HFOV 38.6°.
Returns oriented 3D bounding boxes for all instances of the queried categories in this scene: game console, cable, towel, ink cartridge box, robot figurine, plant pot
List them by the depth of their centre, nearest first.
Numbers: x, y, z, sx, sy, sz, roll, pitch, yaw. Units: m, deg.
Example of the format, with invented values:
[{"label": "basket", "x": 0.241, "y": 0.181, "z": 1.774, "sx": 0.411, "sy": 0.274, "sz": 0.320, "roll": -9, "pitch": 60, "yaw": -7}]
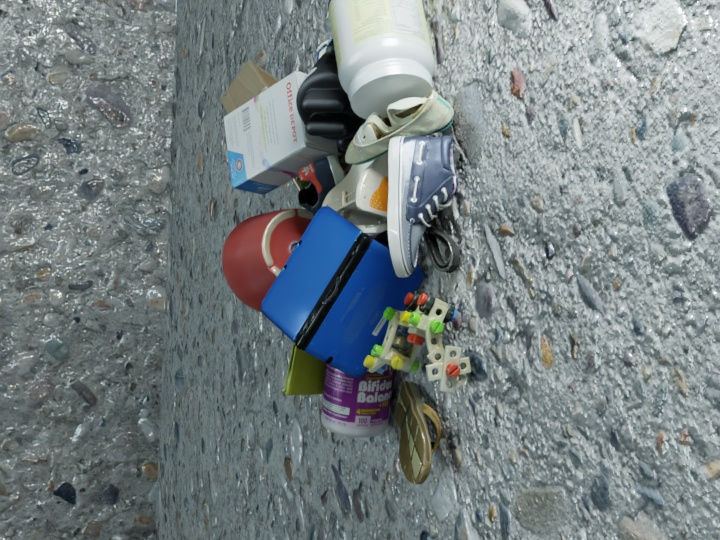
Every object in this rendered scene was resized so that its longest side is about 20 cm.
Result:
[{"label": "cable", "x": 0.086, "y": -0.077, "z": 1.492, "sx": 0.097, "sy": 0.050, "sz": 0.200, "roll": -38, "pitch": 49, "yaw": 39}, {"label": "game console", "x": -0.029, "y": 0.032, "z": 1.580, "sx": 0.200, "sy": 0.170, "sz": 0.118, "roll": -58, "pitch": 18, "yaw": 7}, {"label": "robot figurine", "x": -0.027, "y": -0.287, "z": 1.651, "sx": 0.150, "sy": 0.125, "sz": 0.200, "roll": -49, "pitch": 9, "yaw": 38}, {"label": "towel", "x": -0.053, "y": 0.159, "z": 1.682, "sx": 0.018, "sy": 0.200, "sz": 0.086, "roll": 12, "pitch": 94, "yaw": 36}, {"label": "ink cartridge box", "x": -0.140, "y": -0.237, "z": 1.798, "sx": 0.200, "sy": 0.085, "sz": 0.145, "roll": -24, "pitch": 67, "yaw": 41}, {"label": "plant pot", "x": -0.139, "y": -0.026, "z": 1.893, "sx": 0.177, "sy": 0.200, "sz": 0.201, "roll": 156, "pitch": 113, "yaw": -67}]

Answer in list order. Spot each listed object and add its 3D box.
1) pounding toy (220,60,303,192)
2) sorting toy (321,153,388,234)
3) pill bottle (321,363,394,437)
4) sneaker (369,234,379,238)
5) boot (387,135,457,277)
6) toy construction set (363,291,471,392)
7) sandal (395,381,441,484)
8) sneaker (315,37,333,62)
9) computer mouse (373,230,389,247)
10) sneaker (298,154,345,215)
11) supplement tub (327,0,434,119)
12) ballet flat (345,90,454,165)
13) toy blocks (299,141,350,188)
[{"label": "pounding toy", "x": -0.163, "y": -0.275, "z": 2.015, "sx": 0.142, "sy": 0.200, "sz": 0.184, "roll": -51, "pitch": 33, "yaw": 13}, {"label": "sorting toy", "x": 0.021, "y": -0.159, "z": 1.635, "sx": 0.200, "sy": 0.107, "sz": 0.181, "roll": 161, "pitch": 117, "yaw": -70}, {"label": "pill bottle", "x": -0.001, "y": 0.155, "z": 1.641, "sx": 0.112, "sy": 0.112, "sz": 0.201, "roll": -148, "pitch": 61, "yaw": -66}, {"label": "sneaker", "x": -0.005, "y": 0.032, "z": 1.694, "sx": 0.081, "sy": 0.088, "sz": 0.200, "roll": -117, "pitch": 35, "yaw": -53}, {"label": "boot", "x": 0.088, "y": -0.092, "z": 1.432, "sx": 0.073, "sy": 0.090, "sz": 0.201, "roll": 14, "pitch": -105, "yaw": -75}, {"label": "toy construction set", "x": 0.082, "y": 0.101, "z": 1.455, "sx": 0.200, "sy": 0.092, "sz": 0.131, "roll": 13, "pitch": 77, "yaw": 61}, {"label": "sandal", "x": 0.089, "y": 0.231, "z": 1.498, "sx": 0.200, "sy": 0.054, "sz": 0.080, "roll": -98, "pitch": 23, "yaw": -63}, {"label": "sneaker", "x": -0.047, "y": -0.382, "z": 1.838, "sx": 0.200, "sy": 0.077, "sz": 0.076, "roll": 165, "pitch": 103, "yaw": -70}, {"label": "computer mouse", "x": 0.000, "y": 0.000, "z": 1.641, "sx": 0.200, "sy": 0.059, "sz": 0.034, "roll": -37, "pitch": 10, "yaw": 25}, {"label": "sneaker", "x": -0.062, "y": -0.109, "z": 1.784, "sx": 0.075, "sy": 0.084, "sz": 0.200, "roll": -110, "pitch": 6, "yaw": -50}, {"label": "supplement tub", "x": 0.032, "y": -0.338, "z": 1.531, "sx": 0.145, "sy": 0.145, "sz": 0.200, "roll": 127, "pitch": 139, "yaw": -57}, {"label": "ballet flat", "x": 0.045, "y": -0.213, "z": 1.498, "sx": 0.200, "sy": 0.062, "sz": 0.068, "roll": -19, "pitch": 39, "yaw": 35}, {"label": "toy blocks", "x": -0.048, "y": -0.227, "z": 1.817, "sx": 0.137, "sy": 0.100, "sz": 0.200, "roll": 34, "pitch": 108, "yaw": 55}]
